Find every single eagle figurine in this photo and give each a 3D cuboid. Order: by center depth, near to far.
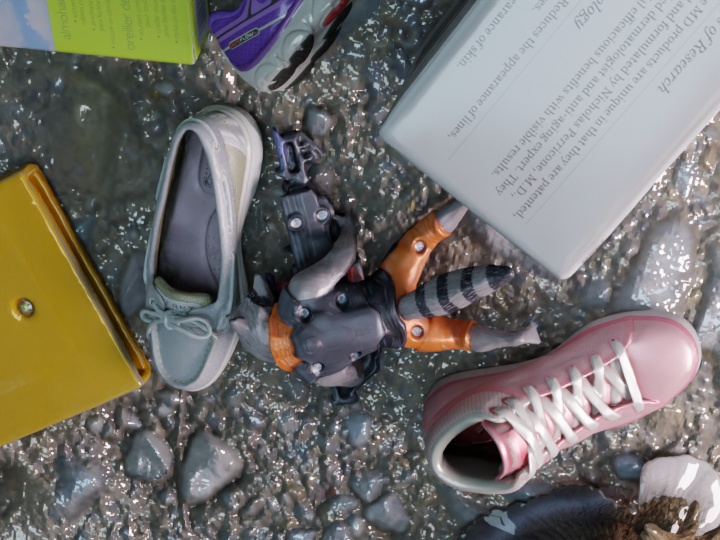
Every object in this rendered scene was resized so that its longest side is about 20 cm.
[{"bbox_3d":[0.165,0.224,0.951,0.200,0.149,0.154,-38,58,49],"label":"eagle figurine"}]

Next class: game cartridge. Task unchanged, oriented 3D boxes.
[{"bbox_3d":[-0.276,0.039,0.990,0.198,0.032,0.178,-22,106,19],"label":"game cartridge"}]

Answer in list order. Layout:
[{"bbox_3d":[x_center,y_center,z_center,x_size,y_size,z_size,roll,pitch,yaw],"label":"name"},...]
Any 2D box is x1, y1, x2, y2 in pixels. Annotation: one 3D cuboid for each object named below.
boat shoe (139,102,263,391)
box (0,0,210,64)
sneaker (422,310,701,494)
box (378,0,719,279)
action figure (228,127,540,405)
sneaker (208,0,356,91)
[{"bbox_3d":[-0.113,-0.010,0.916,0.074,0.065,0.204,21,112,17],"label":"boat shoe"},{"bbox_3d":[-0.198,-0.199,0.857,0.197,0.048,0.123,6,131,7],"label":"box"},{"bbox_3d":[0.131,0.093,0.902,0.198,0.105,0.076,-18,105,14],"label":"sneaker"},{"bbox_3d":[0.127,-0.135,0.762,0.130,0.199,0.200,37,112,-7],"label":"box"},{"bbox_3d":[0.000,0.000,0.891,0.191,0.105,0.202,-19,107,7],"label":"action figure"},{"bbox_3d":[-0.025,-0.203,0.831,0.083,0.081,0.200,43,108,5],"label":"sneaker"}]
